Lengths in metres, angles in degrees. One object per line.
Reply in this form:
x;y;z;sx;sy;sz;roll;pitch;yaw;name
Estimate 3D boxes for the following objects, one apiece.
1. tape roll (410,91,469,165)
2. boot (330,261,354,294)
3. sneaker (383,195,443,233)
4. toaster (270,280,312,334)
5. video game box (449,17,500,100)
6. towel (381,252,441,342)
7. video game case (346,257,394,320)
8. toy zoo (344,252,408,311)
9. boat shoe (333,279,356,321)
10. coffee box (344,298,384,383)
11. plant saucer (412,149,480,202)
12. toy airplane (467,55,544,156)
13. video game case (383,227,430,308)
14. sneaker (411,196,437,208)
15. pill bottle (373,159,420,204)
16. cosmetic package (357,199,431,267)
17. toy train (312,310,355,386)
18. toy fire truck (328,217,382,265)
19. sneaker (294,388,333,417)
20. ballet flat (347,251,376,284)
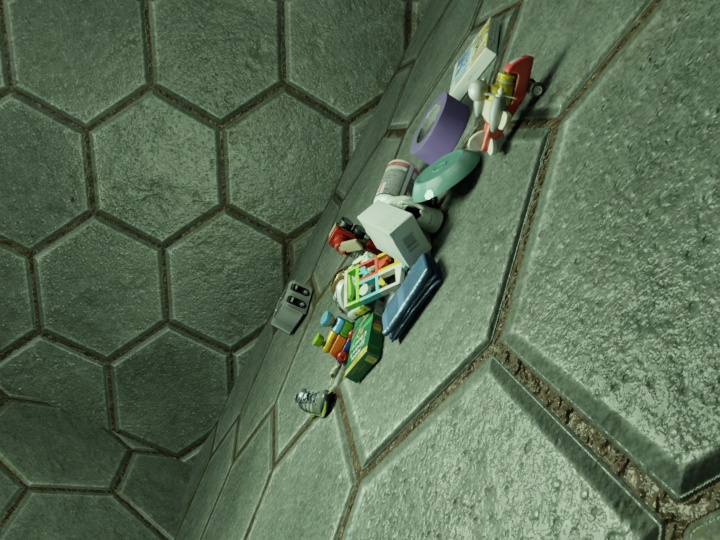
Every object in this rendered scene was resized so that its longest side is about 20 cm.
0.234;-0.417;1.733;0.202;0.084;0.201;-58;13;22;tape roll
-0.036;0.007;1.990;0.202;0.074;0.074;-58;12;16;boot
0.123;-0.158;1.496;0.198;0.086;0.076;23;94;47;sneaker
-0.313;0.172;2.651;0.201;0.117;0.183;-53;16;37;toaster
0.352;-0.651;1.807;0.200;0.046;0.185;-49;22;48;video game box
0.116;0.062;1.353;0.202;0.048;0.112;-58;14;24;towel
0.039;0.034;1.606;0.203;0.025;0.181;-61;8;-21;video game case
0.044;0.015;1.508;0.197;0.020;0.133;-26;41;22;toy zoo
-0.047;0.080;1.683;0.073;0.067;0.201;-61;-24;-17;boat shoe
0.016;0.178;1.522;0.123;0.043;0.202;-52;17;39;coffee box
0.203;-0.244;1.445;0.198;0.036;0.201;-34;17;12;plant saucer
0.290;-0.358;1.279;0.200;0.139;0.203;-33;33;64;toy airplane
0.123;-0.020;1.536;0.201;0.023;0.184;-55;15;33;video game case
0.155;-0.177;1.615;0.200;0.065;0.092;-47;23;57;sneaker
0.106;-0.229;1.797;0.116;0.114;0.204;-34;31;64;pill bottle
0.082;-0.096;1.464;0.081;0.114;0.200;-39;29;-7;cosmetic package
-0.092;0.226;1.693;0.203;0.114;0.085;-62;13;4;toy train
-0.008;-0.068;1.804;0.130;0.173;0.201;-55;16;25;toy fire truck
-0.138;0.374;1.667;0.200;0.080;0.075;-41;26;59;sneaker
0.000;0.000;1.670;0.200;0.071;0.073;-48;19;56;ballet flat
